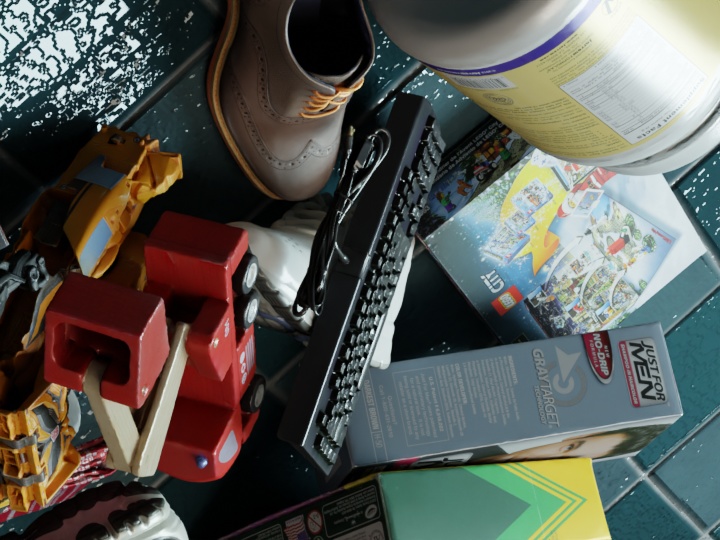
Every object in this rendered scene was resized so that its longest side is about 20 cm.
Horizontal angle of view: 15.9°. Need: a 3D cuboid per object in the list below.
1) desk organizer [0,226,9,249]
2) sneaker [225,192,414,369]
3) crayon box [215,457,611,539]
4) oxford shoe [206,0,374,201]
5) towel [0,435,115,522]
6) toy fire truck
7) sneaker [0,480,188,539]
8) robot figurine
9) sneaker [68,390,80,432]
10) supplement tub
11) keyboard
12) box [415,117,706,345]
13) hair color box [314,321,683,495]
[{"bbox_3d":[-0.230,-0.077,1.135,0.072,0.077,0.200,-31,142,-12],"label":"desk organizer"},{"bbox_3d":[-0.029,-0.006,1.384,0.087,0.074,0.200,-69,158,-2],"label":"sneaker"},{"bbox_3d":[0.018,0.168,1.537,0.172,0.058,0.200,1,161,-40],"label":"crayon box"},{"bbox_3d":[-0.032,-0.099,1.287,0.071,0.073,0.200,-26,141,-19],"label":"oxford shoe"},{"bbox_3d":[-0.227,0.142,1.350,0.200,0.022,0.145,-22,174,-21],"label":"towel"},{"bbox_3d":[-0.096,0.050,1.251,0.200,0.049,0.141,89,21,-46],"label":"toy fire truck"},{"bbox_3d":[-0.177,0.186,1.331,0.200,0.077,0.085,-24,112,-10],"label":"sneaker"},{"bbox_3d":[-0.147,0.030,1.256,0.145,0.058,0.200,86,23,-47],"label":"robot figurine"},{"bbox_3d":[-0.242,0.093,1.321,0.200,0.075,0.088,-12,155,-37],"label":"sneaker"},{"bbox_3d":[0.107,-0.139,1.305,0.145,0.145,0.200,-47,143,10],"label":"supplement tub"},{"bbox_3d":[0.000,0.000,1.342,0.127,0.021,0.200,49,56,-63],"label":"keyboard"},{"bbox_3d":[0.115,-0.025,1.517,0.137,0.038,0.200,-39,143,0],"label":"box"},{"bbox_3d":[0.076,0.085,1.509,0.200,0.061,0.099,-9,164,-14],"label":"hair color box"}]
